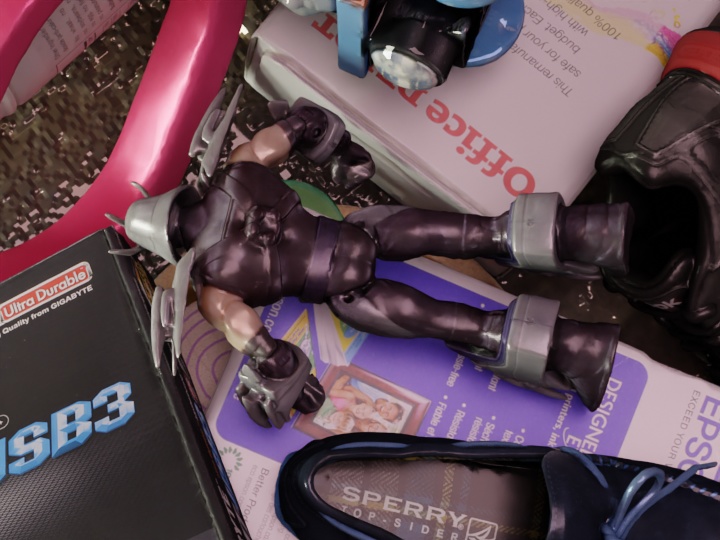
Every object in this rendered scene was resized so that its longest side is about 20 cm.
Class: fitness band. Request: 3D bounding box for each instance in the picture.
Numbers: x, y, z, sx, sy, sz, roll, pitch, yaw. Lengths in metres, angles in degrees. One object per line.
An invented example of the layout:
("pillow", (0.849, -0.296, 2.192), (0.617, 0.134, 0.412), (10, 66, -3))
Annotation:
("fitness band", (-0.114, -0.063, 0.966), (0.144, 0.200, 0.037), (-14, 48, -46))

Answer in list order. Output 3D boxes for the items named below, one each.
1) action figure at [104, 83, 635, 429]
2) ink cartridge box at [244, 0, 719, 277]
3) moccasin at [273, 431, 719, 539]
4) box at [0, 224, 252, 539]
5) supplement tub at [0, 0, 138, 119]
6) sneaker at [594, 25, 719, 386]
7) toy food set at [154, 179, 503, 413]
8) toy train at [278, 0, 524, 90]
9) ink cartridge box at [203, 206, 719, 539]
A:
("action figure", (0.000, 0.000, 0.940), (0.200, 0.069, 0.130), (11, 80, 2))
("ink cartridge box", (0.066, -0.118, 1.041), (0.144, 0.085, 0.200), (38, 78, 0))
("moccasin", (0.067, 0.103, 0.922), (0.200, 0.068, 0.081), (4, 80, -3))
("box", (-0.145, 0.107, 0.937), (0.200, 0.050, 0.199), (-26, 54, 4))
("supplement tub", (-0.126, -0.165, 1.001), (0.200, 0.132, 0.132), (-42, 89, -10))
("sneaker", (0.145, 0.005, 1.006), (0.098, 0.071, 0.201), (-38, 125, -28))
("toy food set", (-0.017, 0.069, 1.027), (0.198, 0.049, 0.200), (28, 81, -3))
("toy train", (0.029, -0.168, 0.960), (0.114, 0.087, 0.200), (21, 74, 9))
("ink cartridge box", (0.026, 0.104, 0.976), (0.200, 0.043, 0.198), (23, 80, 3))
